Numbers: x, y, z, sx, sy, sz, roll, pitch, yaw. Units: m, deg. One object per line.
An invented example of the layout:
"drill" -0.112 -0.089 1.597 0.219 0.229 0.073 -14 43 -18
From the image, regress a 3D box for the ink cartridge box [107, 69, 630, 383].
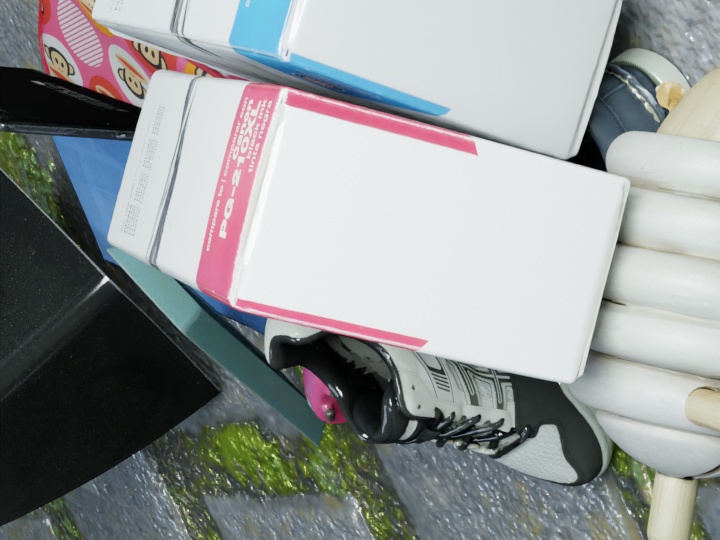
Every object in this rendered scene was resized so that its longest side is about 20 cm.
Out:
"ink cartridge box" -0.005 -0.023 0.820 0.200 0.144 0.085 -159 83 -69

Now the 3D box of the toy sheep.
"toy sheep" 0.141 0.013 0.805 0.138 0.137 0.201 15 91 51

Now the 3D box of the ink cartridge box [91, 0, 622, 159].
"ink cartridge box" -0.007 -0.115 0.876 0.200 0.146 0.086 23 96 59

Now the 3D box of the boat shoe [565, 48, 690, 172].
"boat shoe" 0.119 0.000 0.910 0.075 0.062 0.201 33 142 40

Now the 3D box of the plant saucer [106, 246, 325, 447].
"plant saucer" -0.073 0.041 1.111 0.070 0.019 0.200 44 179 29

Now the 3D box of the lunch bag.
"lunch bag" -0.101 -0.097 1.144 0.200 0.082 0.177 42 147 27

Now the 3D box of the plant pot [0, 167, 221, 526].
"plant pot" -0.244 0.049 1.333 0.199 0.177 0.200 43 175 28

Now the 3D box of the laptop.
"laptop" -0.164 -0.040 1.111 0.187 0.199 0.117 21 105 47

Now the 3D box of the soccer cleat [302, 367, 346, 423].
"soccer cleat" 0.000 0.000 1.105 0.087 0.070 0.200 58 151 32

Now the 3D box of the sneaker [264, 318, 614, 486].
"sneaker" 0.035 0.064 1.014 0.200 0.088 0.076 33 137 -10
